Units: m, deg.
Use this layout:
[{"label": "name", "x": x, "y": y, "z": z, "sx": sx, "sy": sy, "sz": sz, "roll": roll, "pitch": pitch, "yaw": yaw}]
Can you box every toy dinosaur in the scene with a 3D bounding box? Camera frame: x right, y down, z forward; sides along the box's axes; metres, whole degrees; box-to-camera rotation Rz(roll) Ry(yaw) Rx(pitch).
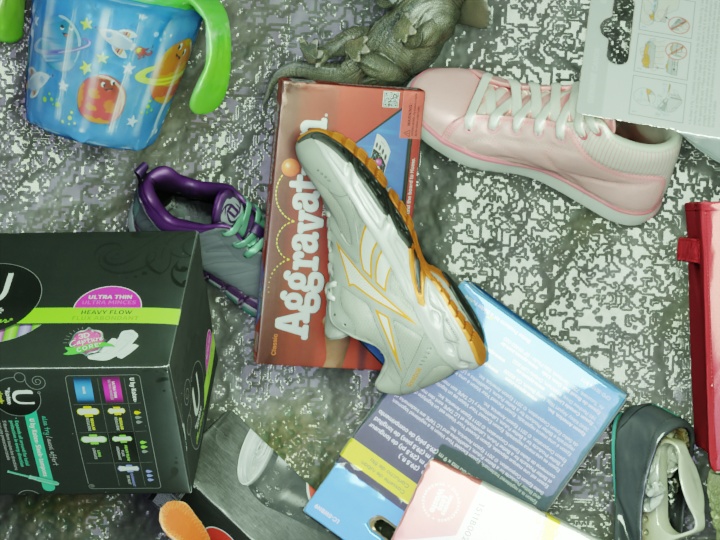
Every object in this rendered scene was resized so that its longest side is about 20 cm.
[{"label": "toy dinosaur", "x": 0.022, "y": -0.160, "z": 1.681, "sx": 0.200, "sy": 0.102, "sz": 0.077, "roll": -42, "pitch": 61, "yaw": 16}]

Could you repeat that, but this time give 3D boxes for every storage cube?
[{"label": "storage cube", "x": 0.317, "y": 0.038, "z": 1.611, "sx": 0.199, "sy": 0.171, "sz": 0.180, "roll": -1, "pitch": 91, "yaw": 4}]

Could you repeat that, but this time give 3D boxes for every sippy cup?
[{"label": "sippy cup", "x": -0.179, "y": -0.158, "z": 1.682, "sx": 0.139, "sy": 0.178, "sz": 0.131, "roll": 10, "pitch": 103, "yaw": -23}]

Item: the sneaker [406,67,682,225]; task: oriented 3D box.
[{"label": "sneaker", "x": 0.132, "y": -0.110, "z": 1.653, "sx": 0.200, "sy": 0.105, "sz": 0.075, "roll": 24, "pitch": 57, "yaw": 1}]

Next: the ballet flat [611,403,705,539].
[{"label": "ballet flat", "x": 0.210, "y": 0.194, "z": 1.666, "sx": 0.073, "sy": 0.073, "sz": 0.201, "roll": 2, "pitch": 87, "yaw": 5}]

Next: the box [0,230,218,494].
[{"label": "box", "x": -0.211, "y": 0.064, "z": 1.647, "sx": 0.199, "sy": 0.149, "sz": 0.125, "roll": -1, "pitch": 129, "yaw": 6}]

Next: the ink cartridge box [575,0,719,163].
[{"label": "ink cartridge box", "x": 0.254, "y": -0.142, "z": 1.638, "sx": 0.199, "sy": 0.057, "sz": 0.163, "roll": 7, "pitch": 56, "yaw": 6}]

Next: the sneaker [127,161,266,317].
[{"label": "sneaker", "x": -0.074, "y": -0.014, "z": 1.679, "sx": 0.200, "sy": 0.088, "sz": 0.075, "roll": 21, "pitch": 69, "yaw": 5}]

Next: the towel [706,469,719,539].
[{"label": "towel", "x": 0.343, "y": 0.194, "z": 1.657, "sx": 0.199, "sy": 0.037, "sz": 0.149, "roll": -2, "pitch": 112, "yaw": 5}]

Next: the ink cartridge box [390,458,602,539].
[{"label": "ink cartridge box", "x": 0.113, "y": 0.222, "z": 1.612, "sx": 0.200, "sy": 0.067, "sz": 0.117, "roll": 25, "pitch": 87, "yaw": 5}]

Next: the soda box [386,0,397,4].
[{"label": "soda box", "x": -0.035, "y": -0.267, "z": 1.649, "sx": 0.063, "sy": 0.068, "sz": 0.200, "roll": -52, "pitch": 54, "yaw": 3}]

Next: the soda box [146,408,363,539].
[{"label": "soda box", "x": -0.051, "y": 0.197, "z": 1.684, "sx": 0.200, "sy": 0.063, "sz": 0.071, "roll": 43, "pitch": 55, "yaw": 3}]

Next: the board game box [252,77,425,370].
[{"label": "board game box", "x": -0.016, "y": -0.031, "z": 1.655, "sx": 0.103, "sy": 0.019, "sz": 0.201, "roll": 3, "pitch": 101, "yaw": -12}]

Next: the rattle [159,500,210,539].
[{"label": "rattle", "x": -0.070, "y": 0.259, "z": 1.648, "sx": 0.143, "sy": 0.130, "sz": 0.200, "roll": 12, "pitch": 113, "yaw": 17}]

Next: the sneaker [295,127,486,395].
[{"label": "sneaker", "x": 0.000, "y": 0.000, "z": 1.618, "sx": 0.092, "sy": 0.076, "sz": 0.200, "roll": -31, "pitch": 96, "yaw": 13}]

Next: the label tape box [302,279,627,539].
[{"label": "label tape box", "x": 0.075, "y": 0.128, "z": 1.685, "sx": 0.144, "sy": 0.063, "sz": 0.200, "roll": 36, "pitch": 92, "yaw": 4}]
